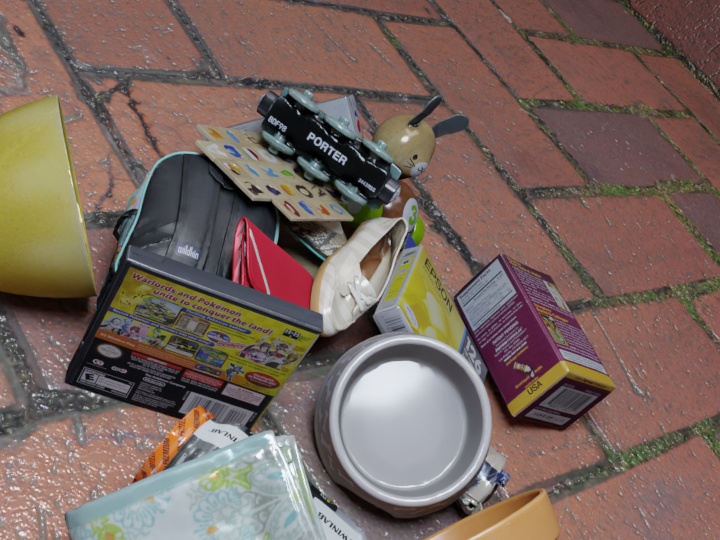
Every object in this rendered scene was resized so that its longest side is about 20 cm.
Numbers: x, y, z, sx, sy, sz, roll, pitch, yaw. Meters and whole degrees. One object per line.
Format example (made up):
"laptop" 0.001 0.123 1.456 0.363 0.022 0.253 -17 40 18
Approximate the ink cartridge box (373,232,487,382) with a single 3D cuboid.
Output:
"ink cartridge box" 0.096 0.076 1.225 0.199 0.046 0.201 60 31 -21

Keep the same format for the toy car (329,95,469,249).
"toy car" 0.062 -0.149 1.357 0.159 0.200 0.164 55 17 26

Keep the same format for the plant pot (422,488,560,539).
"plant pot" 0.116 0.315 0.937 0.199 0.199 0.142 -15 76 -48

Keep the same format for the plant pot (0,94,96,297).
"plant pot" -0.348 -0.061 0.975 0.140 0.202 0.202 -11 51 -14

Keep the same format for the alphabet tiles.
"alphabet tiles" -0.095 -0.109 1.124 0.166 0.006 0.199 44 21 20

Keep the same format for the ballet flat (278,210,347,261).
"ballet flat" -0.079 -0.073 1.185 0.198 0.076 0.068 30 10 -1

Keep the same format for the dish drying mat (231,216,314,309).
"dish drying mat" -0.084 0.013 1.035 0.200 0.018 0.078 44 42 -65

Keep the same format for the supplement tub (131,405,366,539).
"supplement tub" -0.102 0.224 0.893 0.199 0.123 0.122 40 35 4

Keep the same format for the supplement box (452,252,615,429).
"supplement box" 0.229 0.095 1.324 0.130 0.103 0.202 20 36 -44

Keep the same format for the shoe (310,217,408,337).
"shoe" 0.000 0.000 1.150 0.071 0.053 0.201 62 39 -28

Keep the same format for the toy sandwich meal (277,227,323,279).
"toy sandwich meal" -0.098 -0.005 1.204 0.203 0.071 0.207 23 37 -19

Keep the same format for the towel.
"towel" -0.121 0.241 0.800 0.197 0.048 0.174 -19 78 -9

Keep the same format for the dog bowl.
"dog bowl" 0.050 0.161 1.057 0.196 0.059 0.204 1 78 -6

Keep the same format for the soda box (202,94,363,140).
"soda box" -0.099 -0.173 1.287 0.068 0.197 0.064 -63 139 -75

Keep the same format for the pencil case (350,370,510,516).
"pencil case" 0.073 0.190 1.122 0.199 0.078 0.089 38 20 2

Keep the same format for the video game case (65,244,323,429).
"video game case" -0.162 0.076 0.959 0.198 0.181 0.026 21 38 -21

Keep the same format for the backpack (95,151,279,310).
"backpack" -0.181 -0.017 1.062 0.174 0.153 0.203 20 62 -19

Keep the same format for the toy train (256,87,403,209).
"toy train" -0.035 -0.145 1.187 0.199 0.086 0.114 34 7 3
